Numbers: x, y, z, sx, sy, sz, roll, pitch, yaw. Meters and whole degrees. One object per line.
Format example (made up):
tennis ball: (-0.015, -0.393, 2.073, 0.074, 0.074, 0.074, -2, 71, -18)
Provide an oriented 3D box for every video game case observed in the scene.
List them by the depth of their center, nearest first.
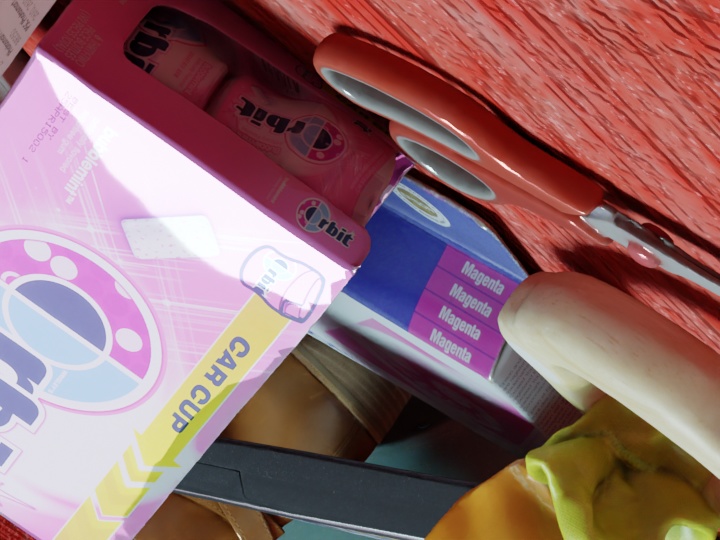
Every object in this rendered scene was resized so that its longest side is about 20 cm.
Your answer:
video game case: (0.056, 0.096, 1.030, 0.199, 0.026, 0.181, 8, 173, 27)

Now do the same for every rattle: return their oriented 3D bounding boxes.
rattle: (0.087, 0.083, 0.815, 0.200, 0.143, 0.130, 34, 157, 57)

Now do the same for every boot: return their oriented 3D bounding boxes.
boot: (-0.066, 0.058, 1.197, 0.074, 0.155, 0.200, 47, 167, -23)

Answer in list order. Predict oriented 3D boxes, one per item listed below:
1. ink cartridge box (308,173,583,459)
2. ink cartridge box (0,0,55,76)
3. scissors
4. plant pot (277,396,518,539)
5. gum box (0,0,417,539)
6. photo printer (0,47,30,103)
ink cartridge box: (0.000, 0.000, 1.017, 0.196, 0.043, 0.200, 30, 172, 34)
ink cartridge box: (-0.164, -0.063, 0.739, 0.116, 0.200, 0.068, 33, 172, 12)
scissors: (0.064, -0.014, 0.754, 0.200, 0.014, 0.073, 31, 169, 40)
plant pot: (0.022, 0.124, 1.239, 0.200, 0.200, 0.135, 19, 125, 64)
gum box: (-0.077, -0.002, 0.895, 0.113, 0.066, 0.200, 35, 134, -5)
photo printer: (-0.130, -0.033, 1.057, 0.200, 0.069, 0.166, 50, -179, -4)
